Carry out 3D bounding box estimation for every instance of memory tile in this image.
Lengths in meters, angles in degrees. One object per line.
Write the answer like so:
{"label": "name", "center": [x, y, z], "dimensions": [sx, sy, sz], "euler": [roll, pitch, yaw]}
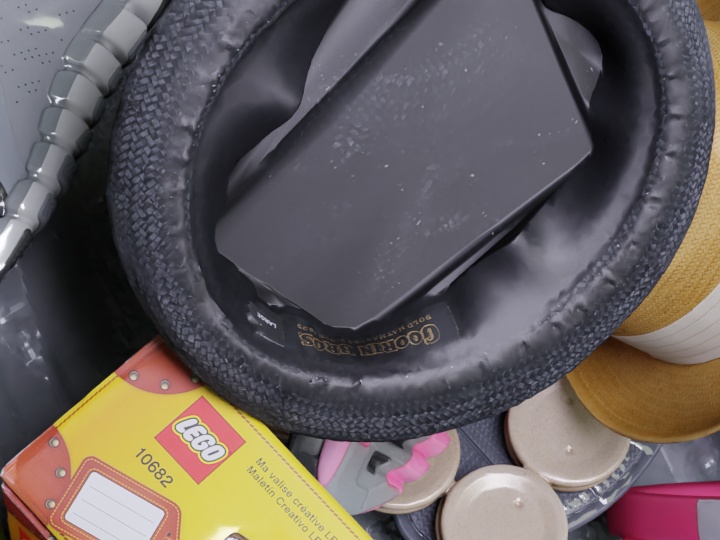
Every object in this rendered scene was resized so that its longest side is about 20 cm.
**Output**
{"label": "memory tile", "center": [0.056, 0.017, 0.883], "dimensions": [0.153, 0.017, 0.200], "euler": [34, 67, 10]}

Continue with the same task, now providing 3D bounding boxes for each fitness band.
{"label": "fitness band", "center": [0.188, 0.104, 0.875], "dimensions": [0.143, 0.200, 0.038], "euler": [0, 88, -33]}

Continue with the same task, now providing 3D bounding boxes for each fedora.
{"label": "fedora", "center": [0.103, -0.035, 0.789], "dimensions": [0.082, 0.200, 0.201], "euler": [14, 77, -26]}
{"label": "fedora", "center": [0.011, -0.046, 0.713], "dimensions": [0.200, 0.092, 0.201], "euler": [-4, 106, -14]}

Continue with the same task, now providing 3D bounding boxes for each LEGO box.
{"label": "LEGO box", "center": [-0.027, 0.135, 0.741], "dimensions": [0.077, 0.149, 0.200], "euler": [-41, 79, -18]}

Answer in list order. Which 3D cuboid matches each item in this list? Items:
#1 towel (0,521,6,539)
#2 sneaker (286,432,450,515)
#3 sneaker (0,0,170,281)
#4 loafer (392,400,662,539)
{"label": "towel", "center": [-0.219, 0.104, 0.757], "dimensions": [0.199, 0.018, 0.086], "euler": [-16, 92, -30]}
{"label": "sneaker", "center": [0.000, 0.000, 0.847], "dimensions": [0.079, 0.095, 0.201], "euler": [62, 42, -55]}
{"label": "sneaker", "center": [-0.148, -0.080, 0.795], "dimensions": [0.115, 0.075, 0.200], "euler": [34, 59, -16]}
{"label": "loafer", "center": [0.094, 0.062, 0.910], "dimensions": [0.200, 0.063, 0.072], "euler": [-37, 74, -20]}
